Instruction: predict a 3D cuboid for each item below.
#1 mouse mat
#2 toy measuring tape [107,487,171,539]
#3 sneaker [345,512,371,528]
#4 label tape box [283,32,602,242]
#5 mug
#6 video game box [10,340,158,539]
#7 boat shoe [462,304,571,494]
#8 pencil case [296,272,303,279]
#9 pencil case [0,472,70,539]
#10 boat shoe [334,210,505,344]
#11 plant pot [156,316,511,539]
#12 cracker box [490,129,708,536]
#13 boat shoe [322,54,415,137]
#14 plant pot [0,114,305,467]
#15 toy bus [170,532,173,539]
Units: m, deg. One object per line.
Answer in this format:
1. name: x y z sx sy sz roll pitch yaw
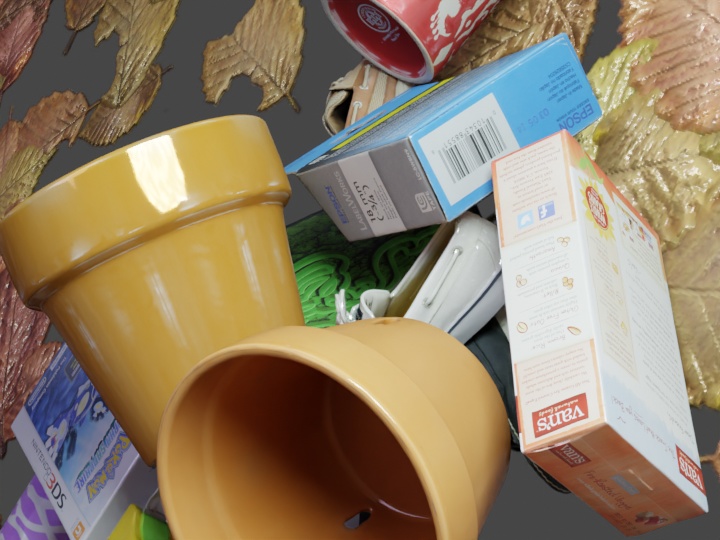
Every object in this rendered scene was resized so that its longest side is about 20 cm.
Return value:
1. mouse mat: 0.000 0.000 1.118 0.198 0.008 0.162 -25 44 4
2. toy measuring tape: -0.140 0.191 1.057 0.201 0.073 0.073 -57 37 -2
3. sneaker: 0.005 0.160 1.030 0.090 0.066 0.202 -37 40 32
4. label tape box: 0.047 -0.083 1.018 0.144 0.064 0.199 -34 11 -26
5. mug: 0.064 -0.259 1.108 0.133 0.178 0.201 32 76 24
6. video game box: -0.185 0.096 1.185 0.201 0.047 0.182 -57 41 8
7. boat shoe: 0.097 0.080 0.967 0.066 0.074 0.200 -47 38 21
8. pencil case: -0.096 0.035 1.223 0.077 0.090 0.199 -27 23 -32
9. pencil case: -0.236 0.189 1.292 0.085 0.084 0.201 40 101 30
10. boat shoe: 0.014 0.038 0.982 0.202 0.086 0.075 -48 23 22
11. plant pot: -0.002 0.114 0.890 0.198 0.140 0.203 13 115 29
12. cracker box: 0.139 0.037 0.889 0.057 0.134 0.202 -23 50 26
13. boat shoe: 0.007 -0.132 1.178 0.201 0.071 0.077 -94 8 -56
14. plant pot: -0.119 0.023 1.013 0.199 0.199 0.185 -28 84 36
15. toy bus: -0.060 0.217 0.959 0.200 0.077 0.066 44 138 45
